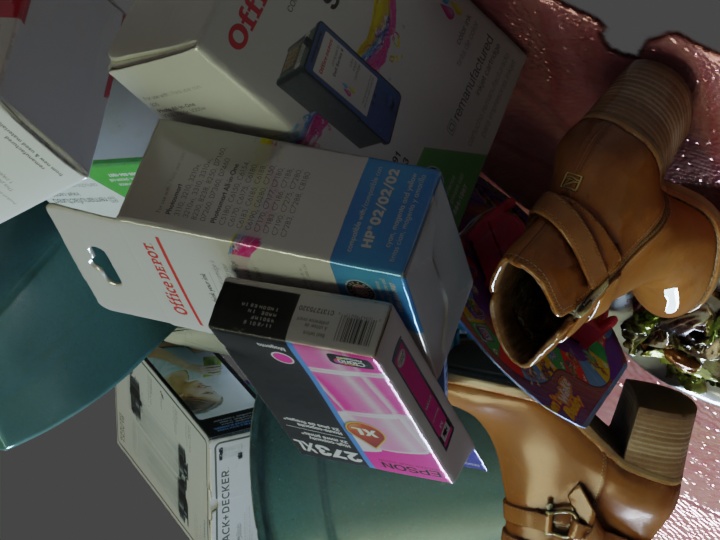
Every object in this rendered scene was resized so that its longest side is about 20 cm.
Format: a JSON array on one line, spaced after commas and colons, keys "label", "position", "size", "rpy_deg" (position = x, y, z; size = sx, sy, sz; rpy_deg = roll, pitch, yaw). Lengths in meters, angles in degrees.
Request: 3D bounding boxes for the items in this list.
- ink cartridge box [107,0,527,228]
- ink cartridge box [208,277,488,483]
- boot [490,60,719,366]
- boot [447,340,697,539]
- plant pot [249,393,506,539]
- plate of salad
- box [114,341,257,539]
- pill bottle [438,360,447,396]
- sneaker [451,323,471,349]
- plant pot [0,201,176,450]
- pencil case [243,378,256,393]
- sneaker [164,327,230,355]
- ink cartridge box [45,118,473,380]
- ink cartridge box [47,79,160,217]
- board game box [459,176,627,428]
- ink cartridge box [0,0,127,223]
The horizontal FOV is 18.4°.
[{"label": "ink cartridge box", "position": [-0.020, -0.112, 1.204], "size": [0.200, 0.146, 0.087], "rpy_deg": [40, 150, -30]}, {"label": "ink cartridge box", "position": [-0.002, 0.069, 1.181], "size": [0.094, 0.037, 0.200], "rpy_deg": [9, 156, 24]}, {"label": "boot", "position": [0.137, 0.000, 1.234], "size": [0.077, 0.155, 0.200], "rpy_deg": [24, 151, 22]}, {"label": "boot", "position": [0.112, 0.135, 1.471], "size": [0.199, 0.156, 0.077], "rpy_deg": [12, -158, -10]}, {"label": "plant pot", "position": [0.045, 0.152, 1.601], "size": [0.195, 0.201, 0.200], "rpy_deg": [-10, 145, 15]}, {"label": "plate of salad", "position": [0.248, 0.051, 1.382], "size": [0.199, 0.048, 0.200], "rpy_deg": [13, 151, 7]}, {"label": "box", "position": [-0.127, 0.126, 1.712], "size": [0.200, 0.060, 0.117], "rpy_deg": [-138, 42, -54]}, {"label": "pill bottle", "position": [0.000, 0.000, 1.366], "size": [0.106, 0.106, 0.201], "rpy_deg": [8, 109, 31]}, {"label": "sneaker", "position": [0.070, 0.018, 1.454], "size": [0.199, 0.080, 0.078], "rpy_deg": [12, 154, 9]}, {"label": "plant pot", "position": [-0.239, 0.025, 1.573], "size": [0.141, 0.200, 0.142], "rpy_deg": [7, 133, 34]}, {"label": "pencil case", "position": [-0.012, 0.145, 1.769], "size": [0.199, 0.092, 0.085], "rpy_deg": [13, 119, 27]}, {"label": "sneaker", "position": [-0.081, 0.034, 1.659], "size": [0.200, 0.077, 0.080], "rpy_deg": [11, 165, 36]}, {"label": "ink cartridge box", "position": [-0.051, -0.014, 1.168], "size": [0.199, 0.068, 0.115], "rpy_deg": [11, 152, 18]}, {"label": "ink cartridge box", "position": [-0.108, -0.044, 1.495], "size": [0.146, 0.083, 0.200], "rpy_deg": [-1, 146, 45]}, {"label": "board game box", "position": [0.109, 0.004, 1.318], "size": [0.039, 0.200, 0.158], "rpy_deg": [-40, 89, 25]}, {"label": "ink cartridge box", "position": [-0.251, -0.095, 1.377], "size": [0.200, 0.148, 0.086], "rpy_deg": [-25, 131, 33]}]
